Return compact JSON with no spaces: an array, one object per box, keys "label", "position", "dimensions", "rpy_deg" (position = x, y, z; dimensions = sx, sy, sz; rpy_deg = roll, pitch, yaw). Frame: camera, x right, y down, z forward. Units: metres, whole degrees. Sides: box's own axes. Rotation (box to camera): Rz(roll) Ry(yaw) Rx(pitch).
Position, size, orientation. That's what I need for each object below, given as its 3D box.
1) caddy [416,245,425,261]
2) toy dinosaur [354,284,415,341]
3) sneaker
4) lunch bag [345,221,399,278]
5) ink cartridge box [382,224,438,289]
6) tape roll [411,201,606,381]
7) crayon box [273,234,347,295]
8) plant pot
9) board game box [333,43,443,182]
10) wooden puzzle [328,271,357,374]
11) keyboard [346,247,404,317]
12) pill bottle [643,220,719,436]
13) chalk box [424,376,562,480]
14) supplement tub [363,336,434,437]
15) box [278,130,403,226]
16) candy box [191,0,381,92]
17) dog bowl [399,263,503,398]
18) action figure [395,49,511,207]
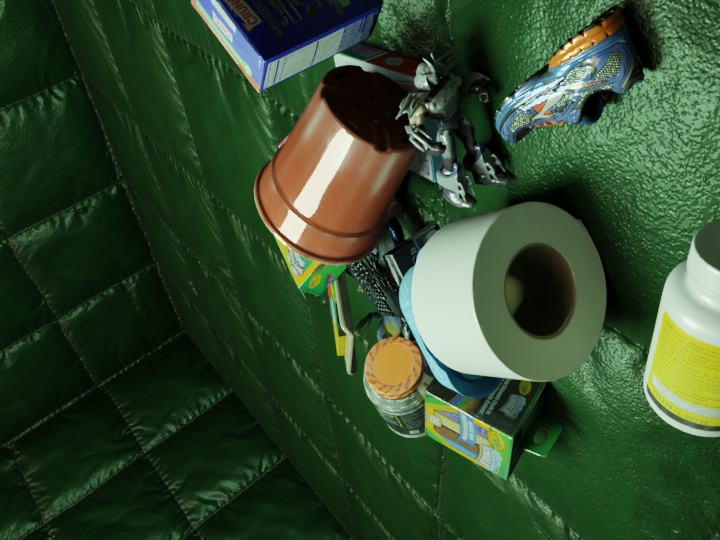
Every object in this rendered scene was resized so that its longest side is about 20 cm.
[{"label":"caddy","position":[0.158,0.042,0.983],"dimensions":[0.203,0.104,0.141],"rpy_deg":[61,155,-6]},{"label":"toy dinosaur","position":[0.045,0.077,1.197],"dimensions":[0.200,0.102,0.186],"rpy_deg":[-58,-35,-71]},{"label":"sneaker","position":[0.205,-0.175,0.681],"dimensions":[0.079,0.075,0.200],"rpy_deg":[53,158,1]},{"label":"lunch bag","position":[-0.005,-0.049,1.236],"dimensions":[0.199,0.075,0.162],"rpy_deg":[36,152,41]},{"label":"ink cartridge box","position":[0.120,0.040,1.066],"dimensions":[0.039,0.099,0.203],"rpy_deg":[-3,117,63]},{"label":"tape roll","position":[0.178,0.028,0.815],"dimensions":[0.205,0.201,0.139],"rpy_deg":[61,155,-8]},{"label":"crayon box","position":[-0.087,-0.072,1.165],"dimensions":[0.058,0.119,0.202],"rpy_deg":[21,-149,-46]},{"label":"plant pot","position":[-0.019,-0.147,0.892],"dimensions":[0.202,0.199,0.196],"rpy_deg":[51,137,14]},{"label":"board game box","position":[0.045,-0.231,0.960],"dimensions":[0.199,0.040,0.155],"rpy_deg":[34,147,43]},{"label":"wooden puzzle","position":[-0.037,0.071,1.220],"dimensions":[0.201,0.036,0.188],"rpy_deg":[86,175,-60]},{"label":"keyboard","position":[0.000,0.000,1.036],"dimensions":[0.103,0.040,0.201],"rpy_deg":[-6,124,55]},{"label":"pill bottle","position":[0.342,0.056,0.640],"dimensions":[0.111,0.110,0.203],"rpy_deg":[35,148,40]},{"label":"chalk box","position":[0.213,0.228,1.051],"dimensions":[0.198,0.125,0.125],"rpy_deg":[26,143,27]},{"label":"supplement tub","position":[0.075,0.197,1.128],"dimensions":[0.122,0.122,0.201],"rpy_deg":[42,169,30]},{"label":"box","position":[-0.032,-0.153,1.094],"dimensions":[0.201,0.095,0.100],"rpy_deg":[51,-172,15]},{"label":"candy box","position":[-0.100,-0.358,0.896],"dimensions":[0.170,0.198,0.077],"rpy_deg":[53,156,9]},{"label":"dog bowl","position":[0.121,0.073,0.891],"dimensions":[0.049,0.111,0.203],"rpy_deg":[-14,106,61]},{"label":"action figure","position":[0.113,-0.173,0.806],"dimensions":[0.069,0.130,0.201],"rpy_deg":[35,163,48]}]
